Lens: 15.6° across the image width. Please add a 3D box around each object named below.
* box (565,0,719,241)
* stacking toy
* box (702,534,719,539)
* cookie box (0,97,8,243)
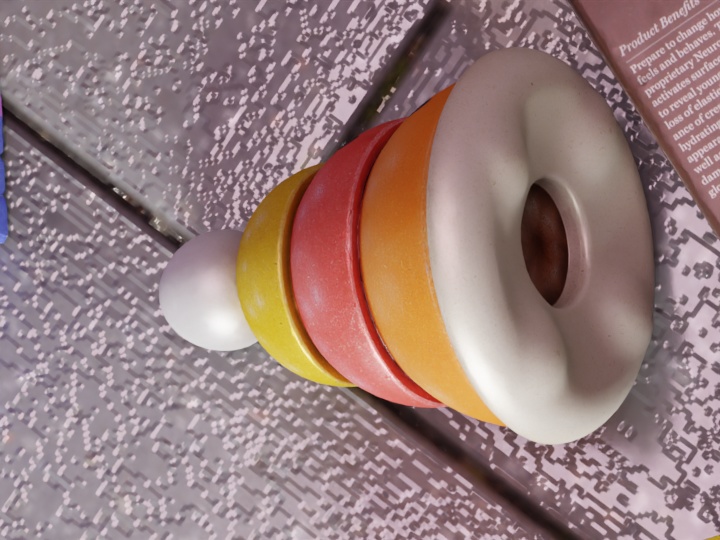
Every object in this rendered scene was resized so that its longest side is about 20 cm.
[{"bbox_3d":[0.164,-0.057,0.975,0.100,0.075,0.201,-33,75,13],"label":"box"},{"bbox_3d":[0.000,0.000,1.010,0.199,0.146,0.147,-8,80,34],"label":"stacking toy"},{"bbox_3d":[0.204,0.105,0.940,0.199,0.070,0.065,-20,79,16],"label":"box"},{"bbox_3d":[-0.270,-0.043,1.076,0.199,0.171,0.076,-5,85,18],"label":"cookie box"}]
